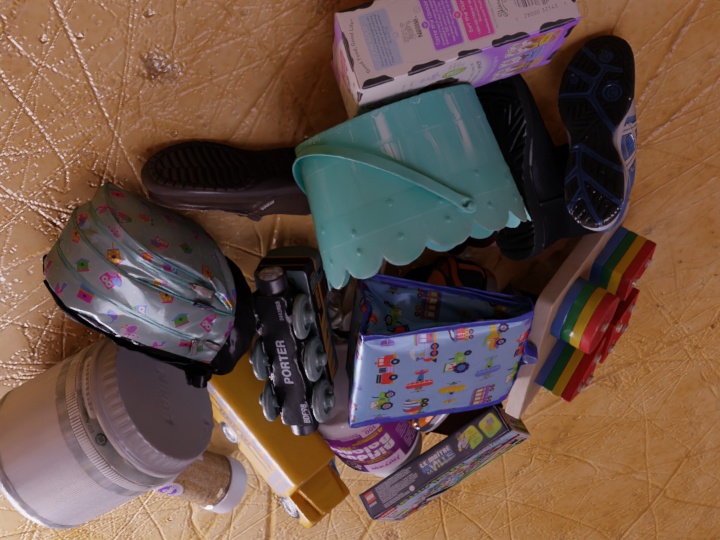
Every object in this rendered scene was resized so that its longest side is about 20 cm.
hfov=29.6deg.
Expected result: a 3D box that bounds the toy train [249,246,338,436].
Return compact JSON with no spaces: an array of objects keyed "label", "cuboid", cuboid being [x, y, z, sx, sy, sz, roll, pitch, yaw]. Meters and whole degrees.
[{"label":"toy train","cuboid":[-0.067,0.072,1.423,0.085,0.114,0.201,-1,121,18]}]

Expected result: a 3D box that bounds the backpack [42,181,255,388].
[{"label":"backpack","cuboid":[-0.205,0.007,1.312,0.199,0.167,0.127,27,103,-38]}]

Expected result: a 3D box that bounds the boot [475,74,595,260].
[{"label":"boot","cuboid":[0.194,-0.121,1.391,0.168,0.076,0.202,-22,104,-43]}]

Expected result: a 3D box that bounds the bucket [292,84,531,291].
[{"label":"bucket","cuboid":[0.041,-0.076,1.243,0.206,0.136,0.207,-20,179,0]}]

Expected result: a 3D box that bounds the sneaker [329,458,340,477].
[{"label":"sneaker","cuboid":[-0.089,0.211,1.581,0.079,0.131,0.200,-40,135,20]}]

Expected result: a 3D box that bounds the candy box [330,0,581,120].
[{"label":"candy box","cuboid":[0.077,-0.202,1.200,0.199,0.072,0.168,-19,176,-4]}]

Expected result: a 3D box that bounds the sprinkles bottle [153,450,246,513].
[{"label":"sprinkles bottle","cuboid":[-0.224,0.226,1.585,0.068,0.069,0.199,-41,135,21]}]

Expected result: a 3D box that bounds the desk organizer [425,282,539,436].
[{"label":"desk organizer","cuboid":[0.153,0.114,1.632,0.077,0.072,0.200,17,126,-39]}]

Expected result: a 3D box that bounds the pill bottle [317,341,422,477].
[{"label":"pill bottle","cuboid":[0.006,0.171,1.587,0.112,0.113,0.200,-28,147,6]}]

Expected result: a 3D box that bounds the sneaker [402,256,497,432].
[{"label":"sneaker","cuboid":[0.068,0.076,1.527,0.111,0.077,0.201,19,91,-28]}]

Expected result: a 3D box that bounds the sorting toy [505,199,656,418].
[{"label":"sorting toy","cuboid":[0.252,0.052,1.519,0.199,0.069,0.201,-48,158,-37]}]

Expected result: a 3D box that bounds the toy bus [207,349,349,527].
[{"label":"toy bus","cuboid":[-0.093,0.184,1.500,0.065,0.200,0.078,-37,172,-28]}]

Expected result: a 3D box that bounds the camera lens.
[{"label":"camera lens","cuboid":[-0.272,0.165,1.405,0.199,0.161,0.160,-28,141,27]}]

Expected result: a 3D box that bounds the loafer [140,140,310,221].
[{"label":"loafer","cuboid":[-0.115,-0.074,1.310,0.198,0.073,0.071,0,135,-23]}]

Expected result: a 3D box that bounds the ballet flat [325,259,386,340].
[{"label":"ballet flat","cuboid":[0.000,0.000,1.444,0.071,0.072,0.201,-3,135,-21]}]

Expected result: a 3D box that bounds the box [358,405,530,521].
[{"label":"box","cuboid":[0.102,0.235,1.639,0.199,0.035,0.110,-35,159,12]}]

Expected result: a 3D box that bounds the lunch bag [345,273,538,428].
[{"label":"lunch bag","cuboid":[0.089,0.086,1.420,0.198,0.095,0.151,2,137,-5]}]

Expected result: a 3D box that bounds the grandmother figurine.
[{"label":"grandmother figurine","cuboid":[0.137,-0.046,1.467,0.199,0.061,0.121,13,139,-31]}]

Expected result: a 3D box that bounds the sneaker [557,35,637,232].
[{"label":"sneaker","cuboid":[0.234,-0.133,1.341,0.075,0.202,0.077,4,168,20]}]
